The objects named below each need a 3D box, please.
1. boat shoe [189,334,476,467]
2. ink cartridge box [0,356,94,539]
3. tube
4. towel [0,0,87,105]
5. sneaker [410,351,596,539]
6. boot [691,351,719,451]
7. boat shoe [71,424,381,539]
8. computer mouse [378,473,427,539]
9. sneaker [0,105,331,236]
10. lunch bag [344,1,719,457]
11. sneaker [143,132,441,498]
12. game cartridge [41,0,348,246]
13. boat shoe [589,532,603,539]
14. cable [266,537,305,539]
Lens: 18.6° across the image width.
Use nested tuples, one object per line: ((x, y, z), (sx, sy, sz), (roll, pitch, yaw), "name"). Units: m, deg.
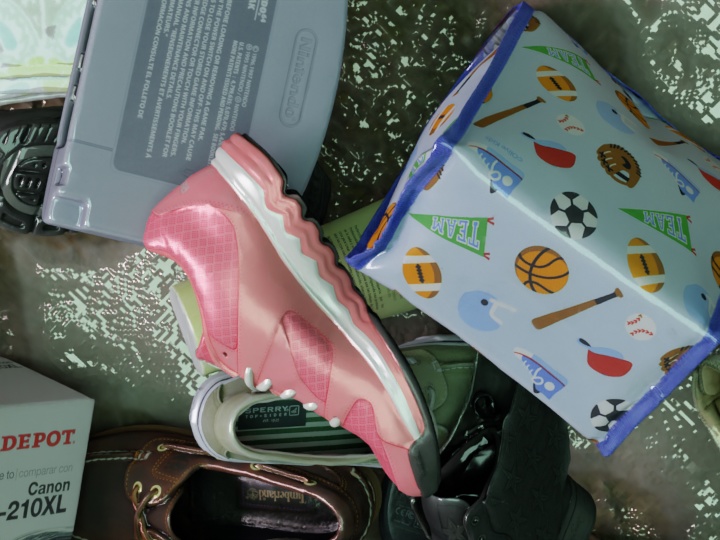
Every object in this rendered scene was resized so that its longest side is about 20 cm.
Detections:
((0.012, 0.077, 1.149), (0.199, 0.062, 0.072), (-7, 101, -20), "boat shoe")
((-0.232, 0.154, 1.169), (0.084, 0.144, 0.201), (17, 101, 36), "ink cartridge box")
((0.000, 0.000, 1.167), (0.199, 0.052, 0.058), (-21, 133, -9), "tube")
((-0.151, -0.188, 1.164), (0.170, 0.048, 0.201), (-3, 101, 1), "towel")
((0.055, 0.142, 1.123), (0.104, 0.060, 0.200), (45, 69, -37), "sneaker")
((0.234, 0.013, 1.136), (0.154, 0.072, 0.201), (-26, 105, -29), "boot")
((-0.091, 0.124, 1.196), (0.199, 0.070, 0.071), (-3, 101, 17), "boat shoe")
((0.060, 0.070, 1.215), (0.058, 0.034, 0.201), (22, 95, -15), "computer mouse")
((-0.112, -0.058, 1.173), (0.199, 0.091, 0.076), (9, 109, -22), "sneaker")
((0.107, -0.033, 1.113), (0.170, 0.200, 0.124), (37, 130, -6), "lunch bag")
((-0.034, 0.035, 1.083), (0.087, 0.074, 0.201), (-33, 91, 1), "sneaker")
((-0.077, -0.107, 1.114), (0.133, 0.040, 0.201), (14, 86, -16), "game cartridge")
((0.160, 0.237, 1.230), (0.075, 0.075, 0.203), (-19, 89, -35), "boat shoe")
((0.008, 0.173, 1.176), (0.199, 0.050, 0.097), (9, 128, -30), "cable")
